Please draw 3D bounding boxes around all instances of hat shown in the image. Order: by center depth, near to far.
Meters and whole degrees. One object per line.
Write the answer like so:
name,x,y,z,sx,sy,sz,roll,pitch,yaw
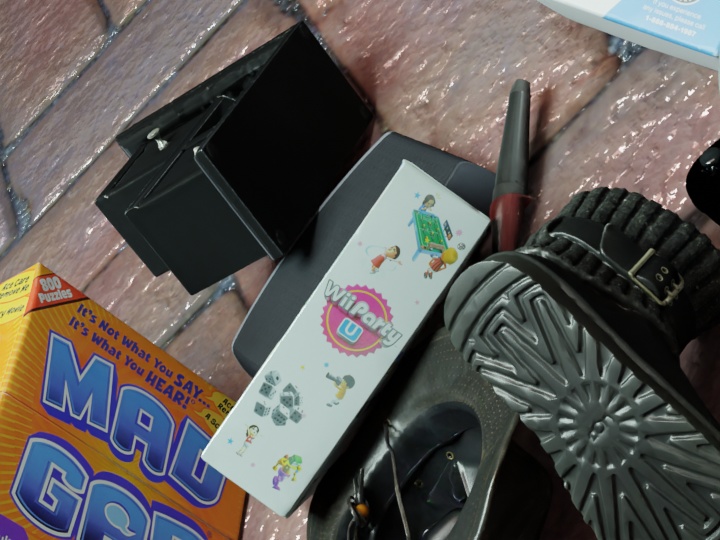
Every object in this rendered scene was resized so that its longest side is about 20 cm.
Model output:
hat,0.049,0.133,0.963,0.201,0.081,0.201,-47,25,31

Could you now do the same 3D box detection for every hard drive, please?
hard drive,0.000,0.000,1.186,0.200,0.042,0.135,-54,32,-4

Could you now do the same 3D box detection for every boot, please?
boot,0.151,0.053,0.907,0.079,0.211,0.158,-43,-11,33

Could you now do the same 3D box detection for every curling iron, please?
curling iron,0.101,-0.042,1.120,0.050,0.026,0.200,-27,41,32

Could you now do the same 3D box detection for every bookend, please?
bookend,-0.118,-0.059,1.289,0.200,0.092,0.199,-27,20,33

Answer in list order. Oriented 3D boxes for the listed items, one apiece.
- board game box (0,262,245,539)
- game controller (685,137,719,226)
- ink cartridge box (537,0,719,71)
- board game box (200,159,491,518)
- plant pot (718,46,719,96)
board game box,-0.215,0.157,1.148,0.200,0.200,0.200,-25,41,34
game controller,0.248,-0.037,0.920,0.104,0.042,0.200,-48,33,5
ink cartridge box,0.198,-0.227,1.040,0.146,0.086,0.200,26,95,33
board game box,-0.004,0.040,1.052,0.200,0.064,0.148,-55,-3,0
plant pot,0.283,-0.120,0.817,0.200,0.200,0.188,-23,18,36
